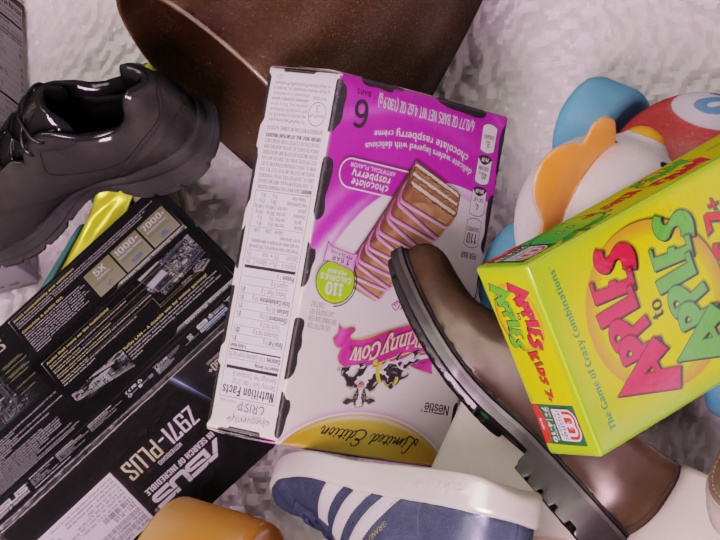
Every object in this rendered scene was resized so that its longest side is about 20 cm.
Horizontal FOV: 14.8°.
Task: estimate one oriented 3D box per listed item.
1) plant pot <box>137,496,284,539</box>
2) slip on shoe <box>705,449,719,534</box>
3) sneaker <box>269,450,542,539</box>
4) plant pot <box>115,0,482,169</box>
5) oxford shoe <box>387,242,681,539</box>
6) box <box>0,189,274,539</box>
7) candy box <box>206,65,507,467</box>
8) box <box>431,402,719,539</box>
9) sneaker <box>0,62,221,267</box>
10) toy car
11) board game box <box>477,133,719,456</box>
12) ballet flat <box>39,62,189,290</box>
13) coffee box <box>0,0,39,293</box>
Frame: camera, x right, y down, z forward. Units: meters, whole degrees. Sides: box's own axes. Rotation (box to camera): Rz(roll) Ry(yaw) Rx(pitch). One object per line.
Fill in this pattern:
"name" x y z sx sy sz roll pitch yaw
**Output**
"plant pot" -0.036 0.239 1.472 0.182 0.200 0.201 14 77 12
"slip on shoe" 0.246 0.066 1.405 0.200 0.061 0.076 -32 44 -29
"sneaker" 0.011 0.143 1.427 0.200 0.075 0.085 0 76 58
"plant pot" -0.007 -0.165 1.618 0.187 0.187 0.200 35 75 31
"oxford shoe" 0.091 0.052 1.435 0.084 0.073 0.200 -42 71 2
"box" -0.137 0.072 1.583 0.200 0.086 0.164 -43 36 -4
"candy box" 0.000 0.000 1.507 0.061 0.136 0.201 9 89 46
"box" 0.140 0.136 1.470 0.199 0.095 0.078 21 81 31
"sneaker" -0.183 -0.069 1.615 0.199 0.091 0.076 -26 54 17
"toy car" 0.146 -0.033 1.466 0.184 0.200 0.177 24 83 30
"board game box" 0.164 0.002 1.381 0.200 0.102 0.048 -28 13 -27
"ballet flat" -0.143 -0.026 1.689 0.067 0.067 0.201 22 84 9
"coffee box" -0.274 -0.083 1.754 0.113 0.080 0.201 -15 66 20
